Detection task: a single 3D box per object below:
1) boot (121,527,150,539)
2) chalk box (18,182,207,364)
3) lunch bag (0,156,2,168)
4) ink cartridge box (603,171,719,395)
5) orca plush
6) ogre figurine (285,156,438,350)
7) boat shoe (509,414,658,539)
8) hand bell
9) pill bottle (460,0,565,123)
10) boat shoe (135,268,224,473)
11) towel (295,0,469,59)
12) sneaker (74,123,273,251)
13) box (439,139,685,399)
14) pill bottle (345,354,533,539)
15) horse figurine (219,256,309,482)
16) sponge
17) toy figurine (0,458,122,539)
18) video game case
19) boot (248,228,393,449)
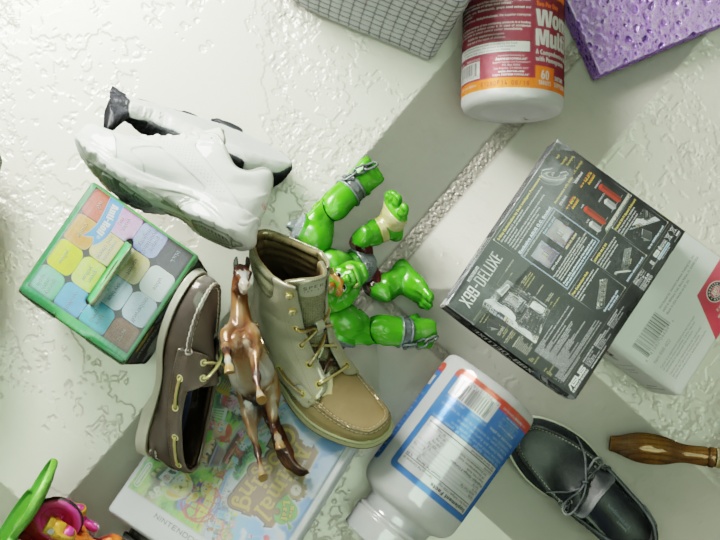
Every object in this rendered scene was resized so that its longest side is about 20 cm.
[{"bbox_3d":[-0.128,0.230,1.079,0.198,0.069,0.176,15,76,1],"label":"boot"},{"bbox_3d":[-0.234,0.006,1.011,0.123,0.200,0.125,35,83,0],"label":"chalk box"},{"bbox_3d":[-0.436,-0.032,1.027,0.165,0.139,0.203,2,86,-4],"label":"lunch bag"},{"bbox_3d":[0.280,0.013,1.112,0.199,0.083,0.146,36,85,-2],"label":"ink cartridge box"},{"bbox_3d":[-0.171,-0.113,1.076,0.198,0.105,0.072,12,115,-37],"label":"orca plush"},{"bbox_3d":[0.000,0.000,1.088,0.119,0.098,0.202,-23,116,-20],"label":"ogre figurine"},{"bbox_3d":[0.235,0.225,1.105,0.200,0.062,0.075,43,85,1],"label":"boat shoe"},{"bbox_3d":[0.364,0.196,1.119,0.197,0.104,0.106,8,85,9],"label":"hand bell"},{"bbox_3d":[0.160,-0.264,1.110,0.108,0.110,0.203,2,86,-5],"label":"pill bottle"},{"bbox_3d":[-0.160,0.097,1.000,0.059,0.072,0.202,24,109,20],"label":"boat shoe"},{"bbox_3d":[0.018,-0.313,1.075,0.198,0.166,0.086,21,78,-3],"label":"towel"},{"bbox_3d":[-0.171,-0.098,1.003,0.198,0.078,0.100,26,72,0],"label":"sneaker"},{"bbox_3d":[0.197,0.000,1.040,0.157,0.050,0.201,34,86,-1],"label":"box"},{"bbox_3d":[0.075,0.196,1.068,0.112,0.112,0.201,38,85,-1],"label":"pill bottle"},{"bbox_3d":[-0.098,0.106,0.989,0.049,0.133,0.202,-15,124,-1],"label":"horse figurine"},{"bbox_3d":[0.324,-0.299,1.166,0.198,0.030,0.113,-23,88,-6],"label":"sponge"},{"bbox_3d":[-0.266,0.302,1.022,0.183,0.150,0.201,31,107,-14],"label":"toy figurine"},{"bbox_3d":[-0.120,0.199,1.046,0.181,0.022,0.201,27,69,17],"label":"video game case"},{"bbox_3d":[-0.041,0.065,1.015,0.072,0.156,0.200,-30,55,-33],"label":"boot"}]
